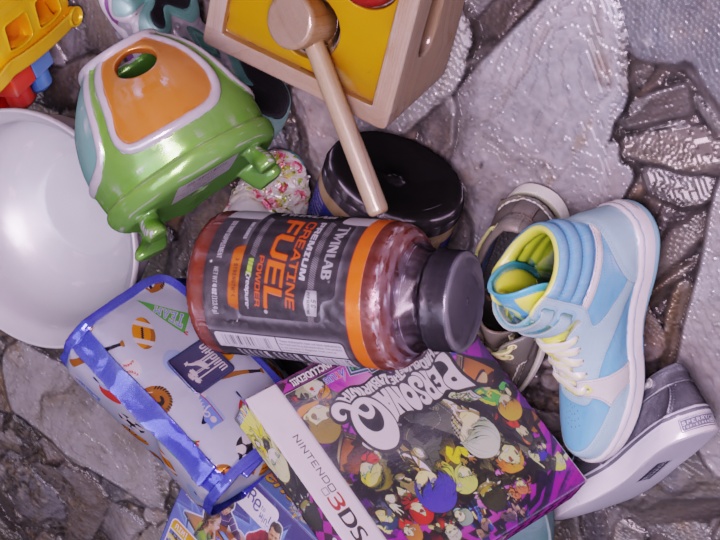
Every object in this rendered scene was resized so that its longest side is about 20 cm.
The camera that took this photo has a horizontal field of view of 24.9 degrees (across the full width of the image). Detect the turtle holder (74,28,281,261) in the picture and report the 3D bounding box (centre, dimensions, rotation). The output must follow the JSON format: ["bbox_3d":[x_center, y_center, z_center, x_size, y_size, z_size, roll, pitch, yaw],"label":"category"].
[{"bbox_3d":[-0.136,-0.099,1.179,0.141,0.185,0.132,-33,89,14],"label":"turtle holder"}]

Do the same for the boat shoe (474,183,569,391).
[{"bbox_3d":[0.110,0.030,1.260,0.072,0.060,0.203,23,127,18],"label":"boat shoe"}]

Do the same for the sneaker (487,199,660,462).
[{"bbox_3d":[0.141,0.049,1.180,0.079,0.130,0.201,21,112,51],"label":"sneaker"}]

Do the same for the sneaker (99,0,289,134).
[{"bbox_3d":[-0.165,-0.150,1.295,0.200,0.078,0.140,46,131,-1],"label":"sneaker"}]

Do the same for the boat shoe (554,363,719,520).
[{"bbox_3d":[0.202,0.135,1.269,0.200,0.071,0.068,-54,50,54],"label":"boat shoe"}]

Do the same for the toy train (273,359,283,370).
[{"bbox_3d":[-0.135,0.068,1.429,0.199,0.046,0.034,1,124,40],"label":"toy train"}]

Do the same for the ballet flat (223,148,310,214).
[{"bbox_3d":[-0.099,-0.013,1.358,0.075,0.064,0.200,35,130,9],"label":"ballet flat"}]

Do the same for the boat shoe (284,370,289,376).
[{"bbox_3d":[-0.067,0.105,1.408,0.199,0.069,0.072,-1,117,32],"label":"boat shoe"}]

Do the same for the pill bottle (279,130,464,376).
[{"bbox_3d":[0.000,0.000,1.275,0.111,0.112,0.201,30,129,12],"label":"pill bottle"}]

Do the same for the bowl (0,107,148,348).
[{"bbox_3d":[-0.243,-0.044,1.329,0.200,0.090,0.202,10,112,25],"label":"bowl"}]

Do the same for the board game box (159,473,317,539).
[{"bbox_3d":[-0.082,0.243,1.376,0.200,0.034,0.136,40,119,32],"label":"board game box"}]

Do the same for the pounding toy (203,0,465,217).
[{"bbox_3d":[-0.013,-0.182,1.149,0.183,0.142,0.201,27,129,15],"label":"pounding toy"}]

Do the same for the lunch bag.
[{"bbox_3d":[-0.130,0.095,1.257,0.170,0.200,0.124,45,99,8],"label":"lunch bag"}]

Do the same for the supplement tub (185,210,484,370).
[{"bbox_3d":[-0.016,0.014,1.151,0.199,0.107,0.107,4,120,26],"label":"supplement tub"}]

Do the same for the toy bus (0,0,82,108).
[{"bbox_3d":[-0.319,-0.191,1.302,0.135,0.200,0.193,7,129,30],"label":"toy bus"}]

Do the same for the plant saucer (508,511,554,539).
[{"bbox_3d":[0.091,0.159,1.334,0.200,0.036,0.201,38,149,28],"label":"plant saucer"}]

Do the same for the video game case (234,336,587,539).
[{"bbox_3d":[0.038,0.131,1.187,0.182,0.199,0.036,54,146,17],"label":"video game case"}]
